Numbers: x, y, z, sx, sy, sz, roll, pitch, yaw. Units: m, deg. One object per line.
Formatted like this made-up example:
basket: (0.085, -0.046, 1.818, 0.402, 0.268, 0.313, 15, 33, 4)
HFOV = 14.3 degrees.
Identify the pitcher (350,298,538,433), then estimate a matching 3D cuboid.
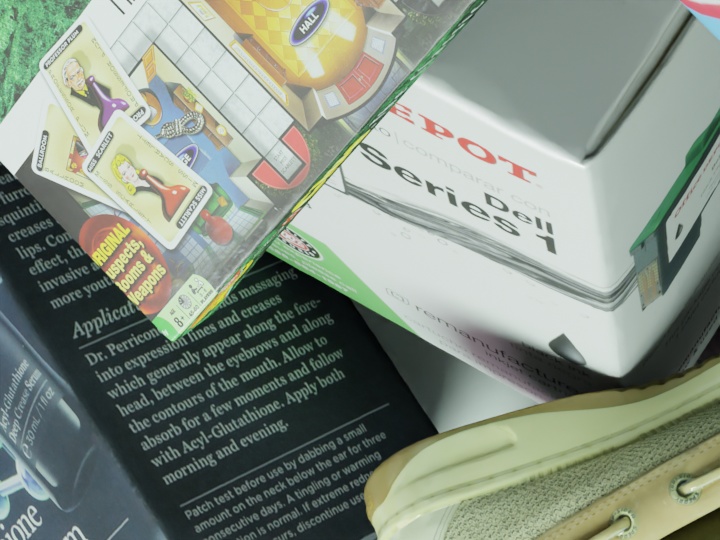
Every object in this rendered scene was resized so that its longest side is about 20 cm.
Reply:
pitcher: (0.000, 0.000, 0.926, 0.200, 0.121, 0.172, 44, 157, 9)

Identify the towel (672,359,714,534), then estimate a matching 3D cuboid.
towel: (0.120, 0.131, 0.880, 0.200, 0.086, 0.166, 27, 127, -22)

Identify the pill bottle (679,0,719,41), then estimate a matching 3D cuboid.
pill bottle: (0.109, -0.062, 0.464, 0.200, 0.109, 0.109, 41, 164, -25)

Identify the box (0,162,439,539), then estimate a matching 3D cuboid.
box: (-0.087, 0.035, 0.882, 0.200, 0.107, 0.148, 56, 139, 12)

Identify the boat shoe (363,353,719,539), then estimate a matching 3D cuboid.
boat shoe: (0.101, 0.056, 0.746, 0.073, 0.200, 0.063, 60, -164, -66)

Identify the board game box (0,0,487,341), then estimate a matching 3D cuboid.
board game box: (-0.024, -0.078, 0.627, 0.105, 0.023, 0.200, 47, 131, 6)

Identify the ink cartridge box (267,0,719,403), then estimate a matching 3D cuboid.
ink cartridge box: (0.025, -0.050, 0.741, 0.146, 0.084, 0.200, 29, 165, 19)
